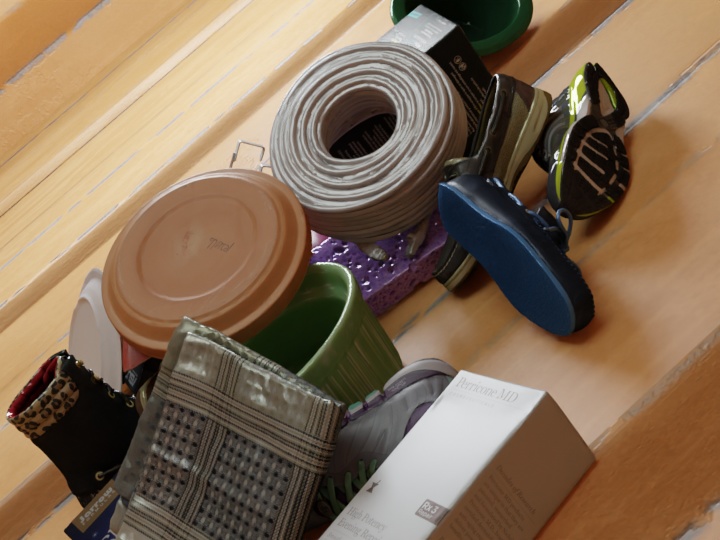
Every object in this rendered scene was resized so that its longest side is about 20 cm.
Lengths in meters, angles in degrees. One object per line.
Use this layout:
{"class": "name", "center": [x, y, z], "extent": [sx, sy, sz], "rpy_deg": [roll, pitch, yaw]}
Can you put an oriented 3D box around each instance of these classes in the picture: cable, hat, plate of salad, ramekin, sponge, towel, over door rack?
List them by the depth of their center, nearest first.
{"class": "towel", "center": [-0.112, 0.154, 0.956], "extent": [0.199, 0.034, 0.195], "rpy_deg": [23, 95, 42]}
{"class": "ramekin", "center": [-0.059, 0.097, 1.078], "extent": [0.199, 0.098, 0.201], "rpy_deg": [-32, 25, 17]}
{"class": "cable", "center": [0.003, -0.124, 1.203], "extent": [0.198, 0.069, 0.201], "rpy_deg": [21, 74, 31]}
{"class": "sponge", "center": [0.000, 0.000, 1.216], "extent": [0.199, 0.030, 0.112], "rpy_deg": [-35, 40, 9]}
{"class": "plate of salad", "center": [-0.272, 0.099, 1.341], "extent": [0.047, 0.203, 0.200], "rpy_deg": [-1, 8, -27]}
{"class": "over door rack", "center": [-0.169, -0.058, 1.479], "extent": [0.202, 0.066, 0.148], "rpy_deg": [-61, 23, 8]}
{"class": "hat", "center": [0.116, -0.269, 1.573], "extent": [0.199, 0.177, 0.166], "rpy_deg": [28, 60, 24]}

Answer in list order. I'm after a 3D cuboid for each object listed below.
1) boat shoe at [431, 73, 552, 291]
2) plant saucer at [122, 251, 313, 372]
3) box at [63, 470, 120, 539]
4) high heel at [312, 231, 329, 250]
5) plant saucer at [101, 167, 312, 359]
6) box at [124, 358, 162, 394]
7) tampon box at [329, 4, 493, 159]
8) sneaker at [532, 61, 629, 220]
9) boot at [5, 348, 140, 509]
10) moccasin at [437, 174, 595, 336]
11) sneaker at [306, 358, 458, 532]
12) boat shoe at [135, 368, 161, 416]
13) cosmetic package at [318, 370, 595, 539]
{"class": "boat shoe", "center": [0.104, -0.082, 1.132], "extent": [0.203, 0.065, 0.072], "rpy_deg": [-64, 6, -7]}
{"class": "plant saucer", "center": [-0.147, 0.012, 1.205], "extent": [0.198, 0.037, 0.200], "rpy_deg": [-32, 12, -3]}
{"class": "box", "center": [-0.176, 0.211, 1.078], "extent": [0.121, 0.033, 0.199], "rpy_deg": [-47, 37, -17]}
{"class": "high heel", "center": [-0.048, -0.038, 1.367], "extent": [0.095, 0.068, 0.200], "rpy_deg": [-10, 17, 5]}
{"class": "plant saucer", "center": [-0.140, -0.013, 1.120], "extent": [0.198, 0.032, 0.202], "rpy_deg": [-10, 52, 14]}
{"class": "box", "center": [-0.229, 0.040, 1.402], "extent": [0.200, 0.049, 0.163], "rpy_deg": [30, 105, 65]}
{"class": "tampon box", "center": [0.041, -0.165, 1.359], "extent": [0.199, 0.127, 0.150], "rpy_deg": [-38, 24, 2]}
{"class": "sneaker", "center": [0.191, -0.103, 1.124], "extent": [0.081, 0.074, 0.201], "rpy_deg": [-40, 16, 36]}
{"class": "boot", "center": [-0.222, 0.123, 1.199], "extent": [0.204, 0.154, 0.073], "rpy_deg": [-49, 26, -23]}
{"class": "moccasin", "center": [0.134, -0.028, 1.010], "extent": [0.067, 0.081, 0.200], "rpy_deg": [-18, 44, -20]}
{"class": "sneaker", "center": [0.001, 0.146, 0.941], "extent": [0.199, 0.075, 0.088], "rpy_deg": [-38, 28, 1]}
{"class": "boat shoe", "center": [-0.126, 0.079, 1.202], "extent": [0.075, 0.075, 0.202], "rpy_deg": [-41, 5, 43]}
{"class": "cosmetic package", "center": [0.051, 0.165, 0.831], "extent": [0.200, 0.074, 0.101], "rpy_deg": [-49, 26, -19]}
